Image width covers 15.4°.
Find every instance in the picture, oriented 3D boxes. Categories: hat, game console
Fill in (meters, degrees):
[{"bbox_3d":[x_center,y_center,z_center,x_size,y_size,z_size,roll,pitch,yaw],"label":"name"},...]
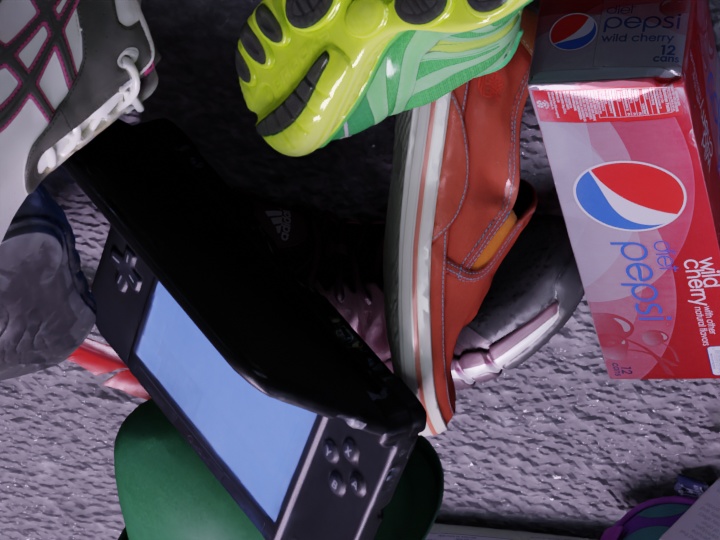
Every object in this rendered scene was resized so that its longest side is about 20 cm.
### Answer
[{"bbox_3d":[-0.081,0.064,1.243,0.199,0.166,0.176,-19,122,7],"label":"hat"},{"bbox_3d":[-0.079,0.029,1.113,0.116,0.200,0.176,-15,141,-37],"label":"game console"}]

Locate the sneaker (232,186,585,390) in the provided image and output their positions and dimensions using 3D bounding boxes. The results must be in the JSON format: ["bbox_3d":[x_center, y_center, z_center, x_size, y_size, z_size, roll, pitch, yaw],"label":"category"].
[{"bbox_3d":[0.000,0.000,1.180,0.200,0.076,0.115,-21,130,38],"label":"sneaker"}]

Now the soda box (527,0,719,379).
[{"bbox_3d":[0.119,-0.039,1.092,0.063,0.070,0.200,0,143,16],"label":"soda box"}]

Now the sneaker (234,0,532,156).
[{"bbox_3d":[0.028,-0.109,0.970,0.200,0.083,0.074,-32,81,51],"label":"sneaker"}]

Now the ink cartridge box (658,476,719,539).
[{"bbox_3d":[0.185,0.162,1.236,0.041,0.200,0.200,31,149,32],"label":"ink cartridge box"}]

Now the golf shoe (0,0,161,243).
[{"bbox_3d":[-0.123,-0.070,1.014,0.088,0.201,0.077,15,166,-2],"label":"golf shoe"}]

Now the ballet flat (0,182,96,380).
[{"bbox_3d":[-0.151,0.000,1.148,0.066,0.057,0.200,-18,160,-14],"label":"ballet flat"}]

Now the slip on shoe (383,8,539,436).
[{"bbox_3d":[0.042,-0.020,1.096,0.061,0.074,0.201,2,115,-7],"label":"slip on shoe"}]

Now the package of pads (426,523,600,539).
[{"bbox_3d":[0.064,0.215,1.456,0.154,0.068,0.200,3,143,11],"label":"package of pads"}]

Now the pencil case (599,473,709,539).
[{"bbox_3d":[0.188,0.194,1.376,0.092,0.085,0.200,29,163,44],"label":"pencil case"}]
